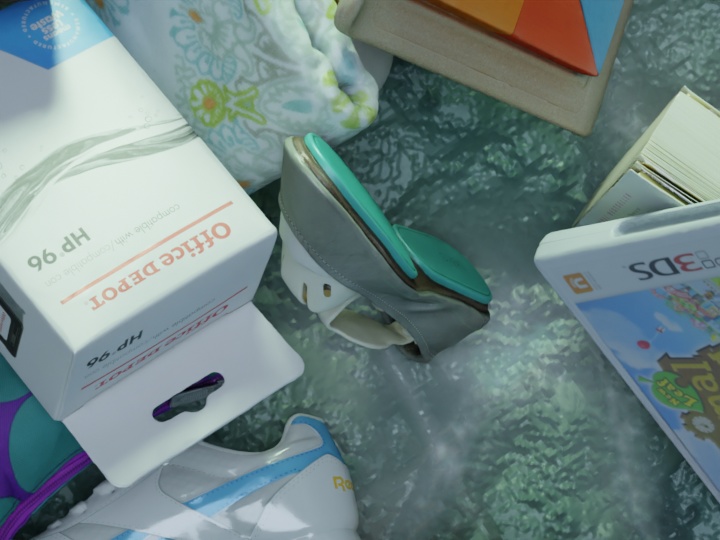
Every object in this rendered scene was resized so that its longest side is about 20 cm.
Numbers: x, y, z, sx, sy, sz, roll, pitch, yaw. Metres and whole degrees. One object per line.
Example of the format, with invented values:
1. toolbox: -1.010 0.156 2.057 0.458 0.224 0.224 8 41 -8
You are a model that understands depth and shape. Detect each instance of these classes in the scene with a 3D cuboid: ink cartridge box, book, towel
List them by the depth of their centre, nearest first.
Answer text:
1. ink cartridge box: -0.119 -0.018 1.187 0.116 0.068 0.200 -32 72 -28
2. towel: -0.091 -0.127 1.233 0.048 0.171 0.201 -27 90 -39
3. book: 0.201 0.009 1.246 0.200 0.134 0.048 34 73 1

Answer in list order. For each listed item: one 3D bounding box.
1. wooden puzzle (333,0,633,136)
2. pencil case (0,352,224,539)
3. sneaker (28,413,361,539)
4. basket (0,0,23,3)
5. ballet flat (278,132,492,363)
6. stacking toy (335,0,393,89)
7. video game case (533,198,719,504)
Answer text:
1. wooden puzzle: 0.082 -0.170 1.224 0.037 0.200 0.186 17 89 41
2. pencil case: -0.142 0.064 1.231 0.200 0.085 0.092 -38 73 -26
3. sneaker: -0.100 0.124 1.280 0.199 0.077 0.081 -12 76 -2
4. basket: -0.215 -0.175 1.139 0.199 0.136 0.181 -2 60 -28
5. ballet flat: 0.000 0.000 1.221 0.064 0.200 0.068 -38 62 9
6. stacking toy: -0.013 -0.172 1.262 0.145 0.146 0.201 1 107 0
7. video game case: 0.198 0.047 1.202 0.200 0.182 0.022 51 52 -25
